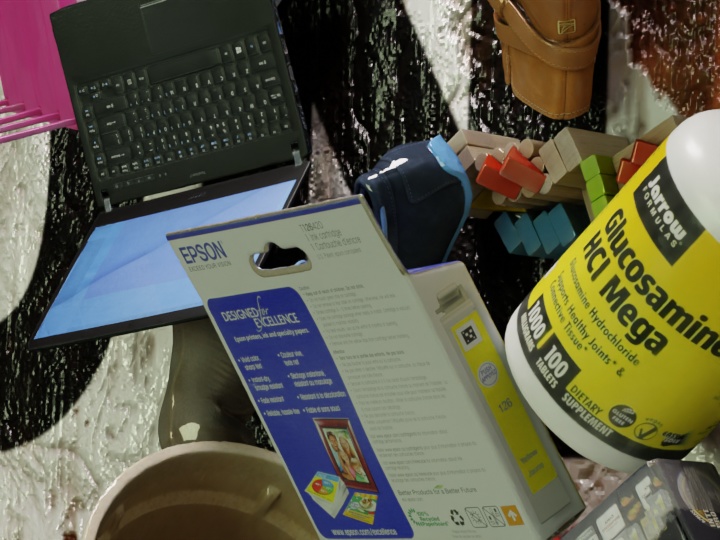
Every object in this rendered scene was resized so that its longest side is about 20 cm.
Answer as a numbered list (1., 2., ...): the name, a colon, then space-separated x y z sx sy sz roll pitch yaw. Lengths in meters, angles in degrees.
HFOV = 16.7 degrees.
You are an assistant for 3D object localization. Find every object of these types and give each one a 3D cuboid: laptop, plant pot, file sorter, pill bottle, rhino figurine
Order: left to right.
1. file sorter: -0.268 -0.155 1.612 0.200 0.125 0.139 -162 59 -67
2. laptop: -0.128 -0.070 1.446 0.177 0.103 0.200 -11 94 38
3. plant pot: -0.097 0.229 1.407 0.184 0.200 0.201 -53 49 46
4. rhino figurine: -0.078 0.038 1.466 0.060 0.087 0.200 -17 63 43
5. pill bottle: 0.167 -0.003 1.172 0.200 0.112 0.112 -51 50 32

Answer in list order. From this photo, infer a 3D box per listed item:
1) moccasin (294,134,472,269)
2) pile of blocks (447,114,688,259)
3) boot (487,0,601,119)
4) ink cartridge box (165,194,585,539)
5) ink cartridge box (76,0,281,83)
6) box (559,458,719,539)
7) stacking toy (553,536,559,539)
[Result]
1. moccasin: 0.000 0.000 1.358 0.080 0.068 0.200 52 145 33
2. pile of blocks: 0.105 -0.037 1.287 0.200 0.062 0.082 -2 83 49
3. boot: 0.088 -0.183 1.318 0.200 0.074 0.155 -94 -2 -61
4. ink cartridge box: 0.004 0.051 1.282 0.198 0.047 0.200 -8 110 56
5. ink cartridge box: -0.101 -0.227 1.531 0.200 0.085 0.145 -52 50 33
6. box: 0.122 0.208 1.151 0.200 0.049 0.161 -47 50 35
7. stacking toy: 0.072 0.227 1.287 0.085 0.085 0.200 6 84 49
